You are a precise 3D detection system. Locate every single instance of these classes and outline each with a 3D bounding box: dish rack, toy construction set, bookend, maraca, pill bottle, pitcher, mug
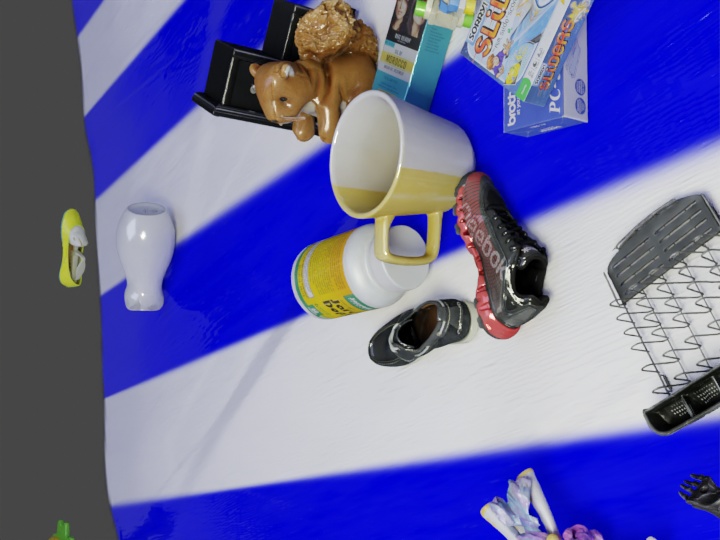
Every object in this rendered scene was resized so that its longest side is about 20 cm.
[{"bbox_3d":[0.305,0.035,0.819,0.153,0.054,0.203,-45,52,40],"label":"dish rack"},{"bbox_3d":[0.120,-0.372,1.035,0.132,0.091,0.202,104,-168,-67],"label":"toy construction set"},{"bbox_3d":[-0.131,-0.327,1.320,0.092,0.196,0.204,36,114,50],"label":"bookend"},{"bbox_3d":[-0.732,0.702,2.113,0.137,0.106,0.202,47,124,35],"label":"maraca"},{"bbox_3d":[0.000,0.000,1.185,0.198,0.111,0.115,-16,74,51],"label":"pill bottle"},{"bbox_3d":[-0.451,-0.042,1.809,0.172,0.119,0.204,-126,39,-60],"label":"pitcher"},{"bbox_3d":[0.057,-0.119,1.086,0.149,0.151,0.189,42,120,46],"label":"mug"}]

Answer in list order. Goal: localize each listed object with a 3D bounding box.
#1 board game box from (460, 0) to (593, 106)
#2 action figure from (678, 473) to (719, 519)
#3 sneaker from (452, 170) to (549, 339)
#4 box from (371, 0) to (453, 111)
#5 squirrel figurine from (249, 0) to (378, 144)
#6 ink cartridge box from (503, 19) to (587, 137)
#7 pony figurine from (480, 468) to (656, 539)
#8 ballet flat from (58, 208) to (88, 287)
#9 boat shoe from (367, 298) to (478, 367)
[{"bbox_3d":[0.193,-0.301,0.939,0.136,0.034,0.203,51,128,46],"label":"board game box"},{"bbox_3d":[0.356,0.228,0.695,0.119,0.102,0.201,-41,93,10],"label":"action figure"},{"bbox_3d":[0.166,-0.029,0.998,0.097,0.070,0.204,-30,65,48],"label":"sneaker"},{"bbox_3d":[0.068,-0.283,1.171,0.082,0.048,0.204,36,115,49],"label":"box"},{"bbox_3d":[-0.063,-0.284,1.234,0.141,0.184,0.204,24,105,51],"label":"squirrel figurine"},{"bbox_3d":[0.209,-0.262,0.984,0.093,0.044,0.205,-5,83,55],"label":"ink cartridge box"},{"bbox_3d":[0.203,0.310,0.877,0.201,0.164,0.195,57,161,35],"label":"pony figurine"},{"bbox_3d":[-0.733,-0.054,2.231,0.066,0.066,0.204,15,103,31],"label":"ballet flat"},{"bbox_3d":[0.065,0.080,1.130,0.199,0.067,0.073,-27,67,51],"label":"boat shoe"}]
